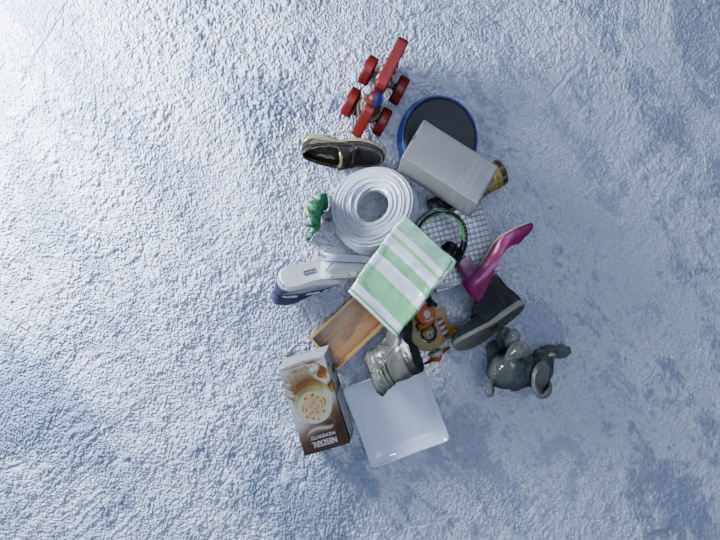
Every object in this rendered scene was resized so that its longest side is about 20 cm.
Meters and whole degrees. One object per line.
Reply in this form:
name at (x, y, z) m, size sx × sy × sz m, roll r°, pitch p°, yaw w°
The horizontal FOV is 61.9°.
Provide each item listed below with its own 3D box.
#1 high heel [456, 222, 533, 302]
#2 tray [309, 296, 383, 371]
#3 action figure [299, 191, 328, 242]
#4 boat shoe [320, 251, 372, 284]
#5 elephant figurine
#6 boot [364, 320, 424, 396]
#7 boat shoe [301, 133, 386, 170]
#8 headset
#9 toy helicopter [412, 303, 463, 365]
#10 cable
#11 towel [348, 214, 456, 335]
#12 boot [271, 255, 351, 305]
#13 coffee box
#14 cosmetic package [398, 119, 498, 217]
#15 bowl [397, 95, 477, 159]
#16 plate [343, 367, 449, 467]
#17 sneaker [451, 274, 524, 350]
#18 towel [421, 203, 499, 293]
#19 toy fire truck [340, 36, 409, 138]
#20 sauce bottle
high heel at (0.309, -0.021, 1.321) m, size 0.197 × 0.067 × 0.098 m, roll -32°, pitch 85°, yaw 9°
tray at (-0.015, 0.123, 1.380) m, size 0.199 × 0.037 × 0.099 m, roll -43°, pitch 94°, yaw -4°
action figure at (-0.100, -0.127, 1.291) m, size 0.053 × 0.200 × 0.122 m, roll 17°, pitch 87°, yaw -5°
boat shoe at (0.000, 0.000, 1.339) m, size 0.194 × 0.070 × 0.073 m, roll 3°, pitch 97°, yaw -29°
elephant figurine at (0.391, 0.229, 1.383) m, size 0.196 × 0.143 × 0.156 m, roll 30°, pitch 116°, yaw -20°
boot at (0.056, 0.160, 1.326) m, size 0.129 × 0.067 × 0.205 m, roll -30°, pitch 56°, yaw 26°
boat shoe at (-0.040, -0.257, 1.355) m, size 0.192 × 0.075 × 0.066 m, roll 6°, pitch 46°, yaw 3°
headset at (0.164, -0.028, 1.287) m, size 0.119 × 0.094 × 0.207 m, roll 10°, pitch 106°, yaw -8°
toy helicopter at (0.195, 0.150, 1.386) m, size 0.193 × 0.079 × 0.138 m, roll 4°, pitch 83°, yaw -19°
cable at (0.030, -0.135, 1.327) m, size 0.199 × 0.069 × 0.200 m, roll -42°, pitch 64°, yaw -3°
towel at (0.085, 0.013, 1.255) m, size 0.151 × 0.023 × 0.202 m, roll 39°, pitch 97°, yaw 2°
boot at (-0.108, 0.023, 1.360) m, size 0.194 × 0.091 × 0.074 m, roll -8°, pitch 61°, yaw -31°
coffee box at (-0.096, 0.286, 1.330) m, size 0.111 × 0.080 × 0.207 m, roll -16°, pitch 97°, yaw 7°
cosmetic package at (0.190, -0.223, 1.320) m, size 0.197 × 0.090 × 0.108 m, roll 34°, pitch 76°, yaw 7°
bowl at (0.183, -0.306, 1.403) m, size 0.193 × 0.039 × 0.209 m, roll 0°, pitch 90°, yaw -6°
plate at (0.082, 0.324, 1.371) m, size 0.194 × 0.032 × 0.206 m, roll -21°, pitch 97°, yaw 6°
sneaker at (0.269, 0.097, 1.376) m, size 0.196 × 0.076 × 0.107 m, roll -29°, pitch 59°, yaw -16°
towel at (0.205, -0.047, 1.383) m, size 0.193 × 0.086 × 0.171 m, roll -16°, pitch 93°, yaw -7°
toy fire truck at (0.037, -0.397, 1.323) m, size 0.110 × 0.168 × 0.204 m, roll 29°, pitch 87°, yaw -4°
sauce bottle at (0.248, -0.186, 1.397) m, size 0.196 × 0.066 × 0.068 m, roll -29°, pitch 92°, yaw -4°
